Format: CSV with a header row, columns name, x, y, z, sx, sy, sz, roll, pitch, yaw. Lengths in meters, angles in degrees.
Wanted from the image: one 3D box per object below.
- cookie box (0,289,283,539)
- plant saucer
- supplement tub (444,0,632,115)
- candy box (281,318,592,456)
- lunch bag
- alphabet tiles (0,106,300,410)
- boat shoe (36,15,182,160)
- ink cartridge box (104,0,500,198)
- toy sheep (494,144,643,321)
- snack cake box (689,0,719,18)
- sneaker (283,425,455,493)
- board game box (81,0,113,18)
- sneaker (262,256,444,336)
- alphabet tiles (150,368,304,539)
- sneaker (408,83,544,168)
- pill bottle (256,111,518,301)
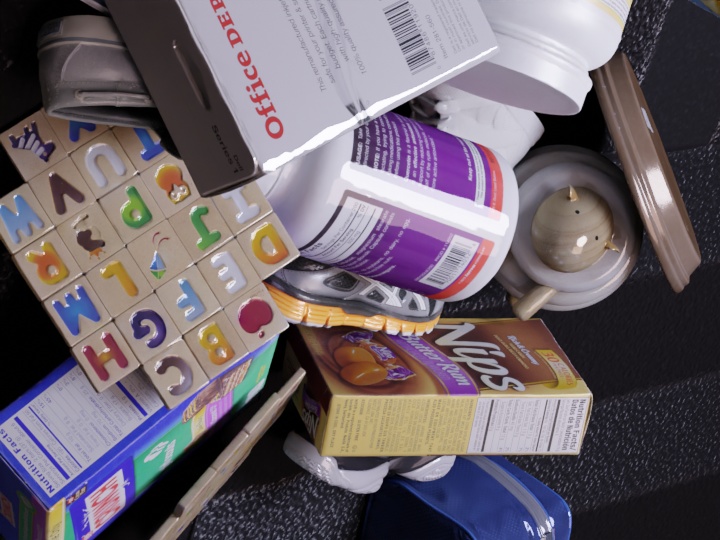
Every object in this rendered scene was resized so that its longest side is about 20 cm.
name,x,y,z,sx,sy,sz,roll,pitch,yaw
cookie box,-0.154,0.095,1.675,0.200,0.075,0.171,-39,169,-20
plant saucer,0.215,-0.080,1.923,0.029,0.200,0.200,-20,145,10
supplement tub,0.117,-0.217,1.686,0.145,0.145,0.200,28,78,-55
candy box,0.054,0.083,1.857,0.200,0.117,0.057,2,117,-19
lunch bag,0.085,0.252,2.085,0.132,0.136,0.200,-16,130,-42
alphabet tiles,-0.134,-0.023,1.592,0.166,0.006,0.200,-34,97,-27
boat shoe,-0.108,-0.101,1.571,0.201,0.070,0.072,11,73,-30
ink cartridge box,-0.036,-0.151,1.535,0.200,0.084,0.146,-29,96,-33
toy sheep,0.149,-0.031,1.933,0.138,0.138,0.200,-59,-173,6
snack cake box,0.260,-0.251,1.816,0.115,0.200,0.067,-45,144,-13
sneaker,0.021,0.102,1.944,0.200,0.075,0.114,1,117,-57
board game box,-0.102,-0.199,1.578,0.126,0.035,0.200,-58,145,3
sneaker,0.000,0.000,1.833,0.200,0.078,0.077,4,103,-54
alphabet tiles,-0.101,0.145,1.783,0.166,0.006,0.200,-48,176,-18
sneaker,0.057,-0.095,1.819,0.116,0.074,0.200,-55,147,-4
pill bottle,0.001,-0.055,1.721,0.200,0.112,0.113,19,105,-30
